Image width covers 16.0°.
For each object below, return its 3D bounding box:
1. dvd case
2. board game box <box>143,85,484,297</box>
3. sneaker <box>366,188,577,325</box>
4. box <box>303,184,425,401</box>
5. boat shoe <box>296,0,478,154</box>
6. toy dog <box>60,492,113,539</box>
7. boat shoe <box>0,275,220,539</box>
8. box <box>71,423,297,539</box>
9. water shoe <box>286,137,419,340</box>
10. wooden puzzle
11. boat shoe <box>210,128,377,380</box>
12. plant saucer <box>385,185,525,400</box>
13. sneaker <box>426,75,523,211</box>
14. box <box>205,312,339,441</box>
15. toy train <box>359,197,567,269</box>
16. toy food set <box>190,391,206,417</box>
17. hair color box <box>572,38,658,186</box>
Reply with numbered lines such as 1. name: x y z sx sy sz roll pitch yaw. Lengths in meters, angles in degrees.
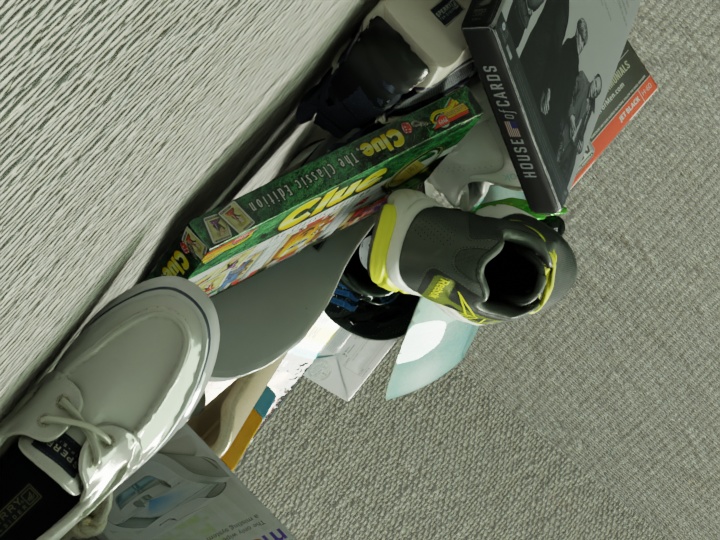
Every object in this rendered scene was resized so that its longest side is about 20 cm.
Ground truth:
1. dvd case: 0.117 -0.157 1.504 0.151 0.025 0.200 65 36 -42
2. board game box: -0.029 -0.035 1.413 0.200 0.023 0.105 -28 166 -32
3. sneaker: 0.082 0.004 1.497 0.200 0.084 0.075 6 103 -57
4. box: -0.004 -0.007 1.901 0.117 0.060 0.200 -52 -162 23
5. boat shoe: 0.030 -0.126 1.481 0.093 0.075 0.200 -44 174 29
6. toy dog: -0.186 0.188 1.377 0.096 0.132 0.200 -23 166 -33
7. boat shoe: -0.147 0.087 1.278 0.200 0.072 0.066 -43 -176 9
8. box: -0.111 0.202 1.456 0.096 0.176 0.201 -22 140 -32
9. water shoe: 0.000 0.000 1.689 0.071 0.079 0.200 -28 140 -1
10. wooden puzzle: -0.118 0.131 1.633 0.200 0.037 0.185 -46 -175 20
11. boat shoe: -0.052 -0.008 1.502 0.066 0.072 0.200 -29 -157 56
12. plant saucer: 0.074 0.003 1.755 0.201 0.039 0.202 23 90 -84
13. sneaker: 0.045 -0.077 1.583 0.075 0.089 0.200 -35 -163 -16
14. box: -0.060 0.027 1.780 0.082 0.049 0.200 16 120 -42
15. toy train: 0.066 -0.020 1.603 0.200 0.056 0.042 -12 111 -57
16. toy food set: -0.156 0.115 1.604 0.144 0.060 0.200 -50 177 -33
17. hair color box: 0.087 -0.110 1.671 0.102 0.061 0.200 -48 -152 -21
